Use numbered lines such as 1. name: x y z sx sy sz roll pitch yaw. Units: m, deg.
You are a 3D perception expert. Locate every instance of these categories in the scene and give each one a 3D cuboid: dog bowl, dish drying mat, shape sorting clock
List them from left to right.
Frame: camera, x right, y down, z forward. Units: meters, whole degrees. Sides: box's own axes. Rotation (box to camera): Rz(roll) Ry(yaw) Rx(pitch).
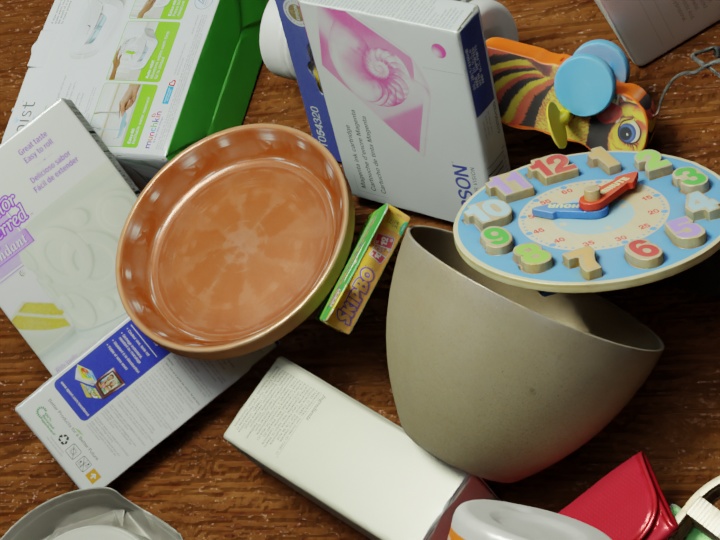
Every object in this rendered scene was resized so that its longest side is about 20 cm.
1. dog bowl: -0.204 0.268 1.555 0.199 0.059 0.201 -12 58 19
2. dish drying mat: 0.130 0.210 1.416 0.200 0.018 0.077 -41 36 18
3. shape sorting clock: 0.163 -0.039 1.428 0.199 0.039 0.200 -9 24 4

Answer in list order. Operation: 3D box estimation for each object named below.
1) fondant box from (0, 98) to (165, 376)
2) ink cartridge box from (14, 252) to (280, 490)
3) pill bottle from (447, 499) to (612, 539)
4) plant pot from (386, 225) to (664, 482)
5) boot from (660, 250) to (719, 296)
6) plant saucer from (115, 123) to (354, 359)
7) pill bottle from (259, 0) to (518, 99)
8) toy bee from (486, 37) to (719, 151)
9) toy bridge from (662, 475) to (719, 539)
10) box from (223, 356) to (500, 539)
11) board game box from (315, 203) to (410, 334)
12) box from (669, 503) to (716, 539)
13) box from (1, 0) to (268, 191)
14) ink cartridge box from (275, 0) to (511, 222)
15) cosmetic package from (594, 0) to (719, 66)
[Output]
1. fondant box: -0.236 -0.018 1.664 0.144 0.058 0.200 -37 92 3
2. ink cartridge box: -0.168 0.083 1.625 0.200 0.037 0.095 -39 93 3
3. pill bottle: 0.094 0.262 1.342 0.114 0.114 0.201 17 97 32
4. plant pot: 0.099 0.071 1.455 0.200 0.200 0.135 31 103 35
5. boot: 0.227 -0.033 1.511 0.199 0.074 0.076 9 35 19
6. plant saucer: -0.095 -0.021 1.578 0.199 0.032 0.201 -12 58 19
7. pill bottle: 0.020 -0.180 1.665 0.199 0.111 0.112 15 70 32
8. toy bee: 0.179 -0.116 1.551 0.199 0.131 0.109 14 113 38
9. toy bridge: 0.246 0.176 1.365 0.200 0.027 0.067 -48 52 -7
10. box: 0.000 0.147 1.517 0.200 0.068 0.082 30 79 35
11. board game box: 0.000 0.000 1.526 0.030 0.200 0.096 28 88 0
12. box: 0.241 0.267 1.354 0.200 0.036 0.144 36 82 35
13. box: -0.192 -0.166 1.769 0.176 0.097 0.201 3 65 28
14. ink cartridge box: 0.017 -0.132 1.588 0.199 0.197 0.043 14 48 31
15. cosmetic package: 0.245 -0.304 1.591 0.199 0.165 0.165 -30 55 9
